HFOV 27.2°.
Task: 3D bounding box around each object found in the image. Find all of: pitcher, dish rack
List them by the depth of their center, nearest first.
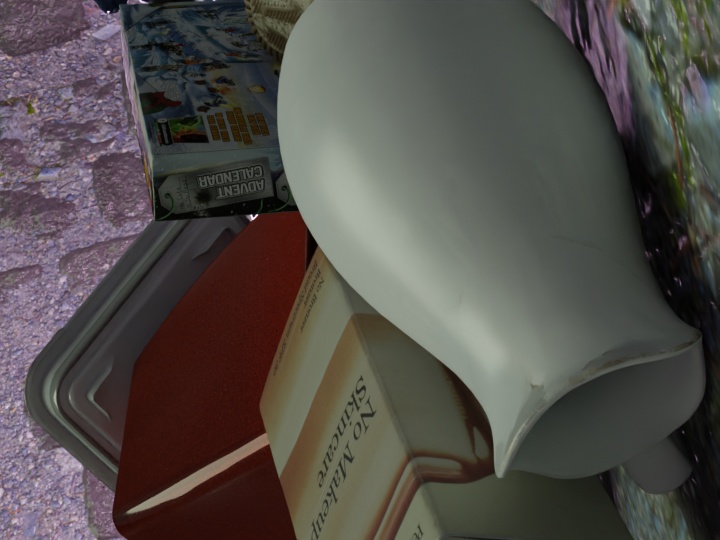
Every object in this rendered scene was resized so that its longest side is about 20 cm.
[{"bbox_3d":[0.056,-0.010,0.565,0.200,0.121,0.172,61,-172,29],"label":"pitcher"},{"bbox_3d":[-0.107,0.060,0.993,0.043,0.200,0.172,8,146,53],"label":"dish rack"}]

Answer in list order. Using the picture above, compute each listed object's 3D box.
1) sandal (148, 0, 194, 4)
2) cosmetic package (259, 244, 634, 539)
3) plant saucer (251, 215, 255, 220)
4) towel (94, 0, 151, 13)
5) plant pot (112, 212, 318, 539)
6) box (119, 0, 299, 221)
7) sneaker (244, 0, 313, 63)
[{"bbox_3d":[-0.128,-0.197,1.067,0.201,0.048,0.076,94,165,-58],"label":"sandal"},{"bbox_3d":[0.026,0.084,0.615,0.200,0.087,0.104,-116,42,-56],"label":"cosmetic package"},{"bbox_3d":[0.000,0.000,1.027,0.200,0.027,0.200,32,170,6],"label":"plant saucer"},{"bbox_3d":[-0.161,-0.270,0.924,0.112,0.048,0.201,47,-145,-82],"label":"towel"},{"bbox_3d":[-0.035,0.098,0.890,0.200,0.176,0.200,42,-148,-34],"label":"plant pot"},{"bbox_3d":[-0.052,-0.092,0.788,0.200,0.136,0.040,-112,20,-57],"label":"box"},{"bbox_3d":[0.043,-0.127,0.739,0.200,0.112,0.071,30,136,42],"label":"sneaker"}]
